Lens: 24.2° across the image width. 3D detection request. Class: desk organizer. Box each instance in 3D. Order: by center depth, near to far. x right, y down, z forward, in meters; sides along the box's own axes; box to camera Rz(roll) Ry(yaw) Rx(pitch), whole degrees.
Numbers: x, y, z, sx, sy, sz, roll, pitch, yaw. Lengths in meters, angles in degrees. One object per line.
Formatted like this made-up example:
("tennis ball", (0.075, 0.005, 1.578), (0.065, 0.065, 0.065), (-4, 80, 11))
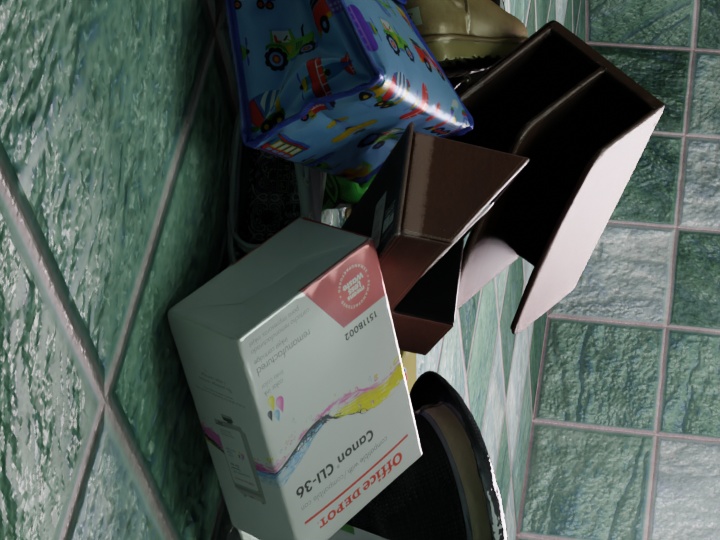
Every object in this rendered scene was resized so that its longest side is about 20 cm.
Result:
("desk organizer", (0.036, -0.012, 1.054), (0.200, 0.076, 0.073), (126, -26, -66))

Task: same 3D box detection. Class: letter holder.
("letter holder", (0.102, -0.045, 1.159), (0.142, 0.100, 0.201), (-37, 159, -35))

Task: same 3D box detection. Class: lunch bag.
("lunch bag", (-0.027, -0.169, 1.003), (0.150, 0.093, 0.202), (13, 56, -65))

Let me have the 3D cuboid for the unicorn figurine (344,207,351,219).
("unicorn figurine", (0.009, -0.131, 1.332), (0.138, 0.073, 0.201), (-85, -173, -49))

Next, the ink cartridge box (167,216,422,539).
("ink cartridge box", (-0.031, 0.086, 1.007), (0.116, 0.067, 0.202), (-37, 128, -33))

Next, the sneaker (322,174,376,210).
("sneaker", (-0.007, -0.139, 1.118), (0.078, 0.085, 0.203), (-1, 96, -47))

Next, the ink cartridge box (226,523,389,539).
("ink cartridge box", (-0.013, 0.255, 1.134), (0.084, 0.143, 0.201), (-59, 156, -32))

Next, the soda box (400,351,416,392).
("soda box", (-0.005, 0.113, 1.340), (0.200, 0.067, 0.065), (-66, 158, -59))

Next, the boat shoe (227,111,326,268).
("boat shoe", (-0.058, -0.015, 1.049), (0.071, 0.069, 0.203), (-5, 96, -68))

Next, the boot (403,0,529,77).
("boot", (0.055, -0.236, 1.137), (0.175, 0.065, 0.202), (-11, 91, -65))

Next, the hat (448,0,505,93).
("hat", (0.016, -0.150, 1.228), (0.081, 0.198, 0.203), (-170, -96, -65))

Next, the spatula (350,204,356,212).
("spatula", (0.000, 0.000, 1.179), (0.056, 0.020, 0.203), (-25, 114, -70))

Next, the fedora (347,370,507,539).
("fedora", (0.033, 0.167, 1.169), (0.200, 0.091, 0.203), (169, -90, -78))
